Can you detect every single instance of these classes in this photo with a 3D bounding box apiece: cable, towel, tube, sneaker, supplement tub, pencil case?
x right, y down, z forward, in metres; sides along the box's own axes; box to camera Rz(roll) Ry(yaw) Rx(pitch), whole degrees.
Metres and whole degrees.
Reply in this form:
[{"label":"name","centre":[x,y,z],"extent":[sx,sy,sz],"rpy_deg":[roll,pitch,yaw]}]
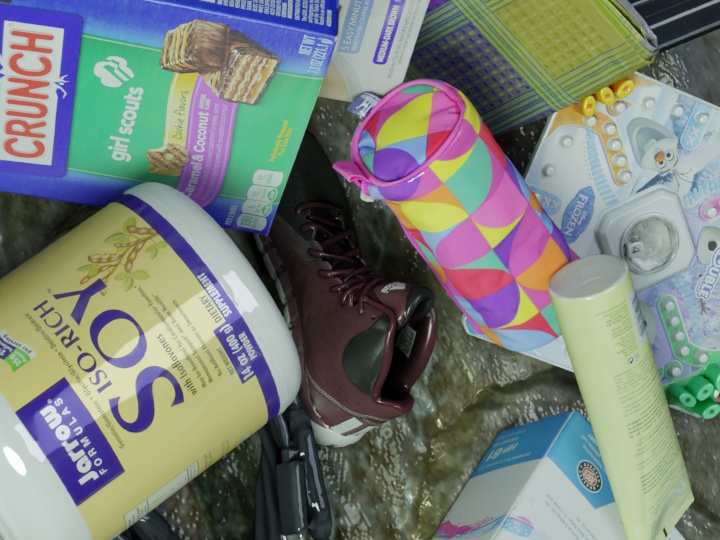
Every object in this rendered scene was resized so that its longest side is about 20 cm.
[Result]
[{"label":"cable","centre":[-0.099,0.101,1.237],"extent":[0.162,0.051,0.202],"rpy_deg":[-10,86,-35]},{"label":"towel","centre":[0.078,-0.150,1.346],"extent":[0.144,0.199,0.023],"rpy_deg":[43,47,-21]},{"label":"tube","centre":[0.164,0.087,1.323],"extent":[0.058,0.052,0.201],"rpy_deg":[-22,117,-3]},{"label":"sneaker","centre":[0.000,0.000,1.294],"extent":[0.075,0.115,0.202],"rpy_deg":[-7,82,-39]},{"label":"supplement tub","centre":[-0.146,0.063,1.112],"extent":[0.200,0.145,0.146],"rpy_deg":[-36,101,-17]},{"label":"pencil case","centre":[0.065,-0.031,1.290],"extent":[0.200,0.088,0.089],"rpy_deg":[48,51,-43]}]

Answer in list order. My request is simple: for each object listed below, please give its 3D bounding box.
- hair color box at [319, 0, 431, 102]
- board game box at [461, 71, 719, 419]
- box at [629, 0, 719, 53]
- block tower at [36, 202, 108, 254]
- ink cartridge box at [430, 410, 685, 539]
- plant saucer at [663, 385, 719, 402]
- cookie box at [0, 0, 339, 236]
[{"label":"hair color box","centre":[-0.063,-0.164,1.238],"extent":[0.198,0.110,0.065],"rpy_deg":[10,53,-6]},{"label":"board game box","centre":[0.193,-0.018,1.419],"extent":[0.199,0.026,0.201],"rpy_deg":[20,99,-20]},{"label":"box","centre":[0.165,-0.241,1.490],"extent":[0.199,0.123,0.200],"rpy_deg":[-23,92,-38]},{"label":"block tower","centre":[-0.105,-0.059,1.266],"extent":[0.054,0.058,0.200],"rpy_deg":[49,54,-16]},{"label":"ink cartridge box","centre":[0.109,0.212,1.341],"extent":[0.145,0.084,0.200],"rpy_deg":[50,51,-16]},{"label":"plant saucer","centre":[0.270,0.005,1.562],"extent":[0.199,0.037,0.201],"rpy_deg":[11,71,-35]},{"label":"cookie box","centre":[-0.126,-0.112,1.146],"extent":[0.198,0.172,0.076],"rpy_deg":[10,50,-11]}]
